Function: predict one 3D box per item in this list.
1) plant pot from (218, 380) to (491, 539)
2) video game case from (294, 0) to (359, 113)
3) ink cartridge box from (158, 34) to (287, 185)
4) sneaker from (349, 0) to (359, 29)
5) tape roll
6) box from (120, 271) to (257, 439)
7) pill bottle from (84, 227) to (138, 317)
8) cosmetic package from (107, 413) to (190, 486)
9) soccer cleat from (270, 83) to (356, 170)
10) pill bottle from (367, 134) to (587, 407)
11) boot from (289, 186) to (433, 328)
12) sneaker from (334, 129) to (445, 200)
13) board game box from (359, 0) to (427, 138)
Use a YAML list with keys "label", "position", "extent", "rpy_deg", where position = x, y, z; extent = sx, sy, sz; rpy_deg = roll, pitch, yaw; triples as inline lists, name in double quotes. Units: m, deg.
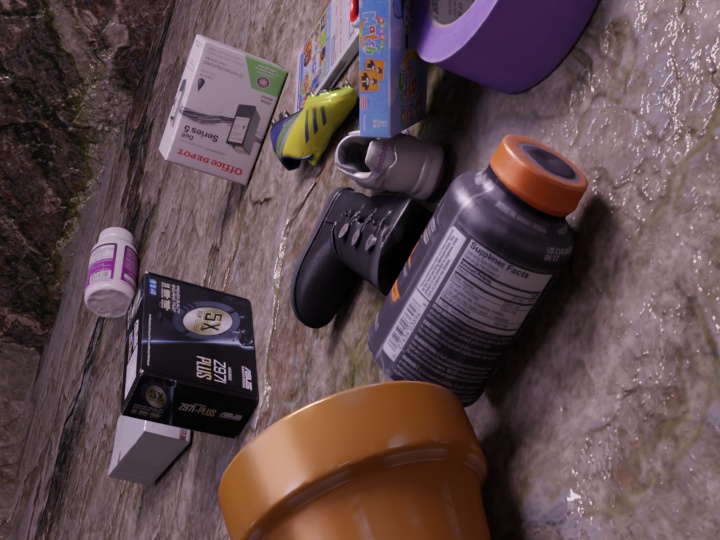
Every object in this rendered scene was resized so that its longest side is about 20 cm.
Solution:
- label: "plant pot"
  position: [0.017, 0.212, 0.699]
  extent: [0.201, 0.198, 0.184]
  rpy_deg: [-55, 44, 37]
- label: "video game case"
  position: [-0.042, -0.314, 1.376]
  extent: [0.200, 0.018, 0.145]
  rpy_deg: [-45, 36, 48]
- label: "ink cartridge box"
  position: [-0.224, -0.257, 1.593]
  extent: [0.202, 0.144, 0.084]
  rpy_deg: [-69, 25, 12]
- label: "sneaker"
  position: [0.052, -0.340, 1.060]
  extent: [0.067, 0.107, 0.204]
  rpy_deg: [15, 89, 67]
- label: "tape roll"
  position: [0.129, -0.265, 0.867]
  extent: [0.200, 0.084, 0.202]
  rpy_deg: [-46, 35, 46]
- label: "box"
  position: [-0.235, 0.114, 1.352]
  extent: [0.086, 0.162, 0.201]
  rpy_deg: [-58, 27, 32]
- label: "pill bottle"
  position: [-0.564, 0.000, 2.251]
  extent: [0.113, 0.111, 0.201]
  rpy_deg: [-54, 29, 39]
- label: "cosmetic package"
  position: [-0.337, 0.258, 1.597]
  extent: [0.200, 0.080, 0.114]
  rpy_deg: [-50, 31, 46]
- label: "soccer cleat"
  position: [-0.055, -0.185, 1.292]
  extent: [0.200, 0.064, 0.085]
  rpy_deg: [-19, 87, 58]
- label: "pill bottle"
  position: [0.092, -0.001, 0.750]
  extent: [0.201, 0.105, 0.107]
  rpy_deg: [-61, 26, 26]
- label: "boot"
  position: [0.000, -0.001, 1.026]
  extent: [0.200, 0.065, 0.167]
  rpy_deg: [23, 98, 63]
- label: "sneaker"
  position: [0.012, -0.123, 1.022]
  extent: [0.200, 0.099, 0.076]
  rpy_deg: [-158, 82, -69]
- label: "board game box"
  position: [0.034, -0.239, 0.951]
  extent: [0.151, 0.036, 0.202]
  rpy_deg: [-43, -44, -67]
